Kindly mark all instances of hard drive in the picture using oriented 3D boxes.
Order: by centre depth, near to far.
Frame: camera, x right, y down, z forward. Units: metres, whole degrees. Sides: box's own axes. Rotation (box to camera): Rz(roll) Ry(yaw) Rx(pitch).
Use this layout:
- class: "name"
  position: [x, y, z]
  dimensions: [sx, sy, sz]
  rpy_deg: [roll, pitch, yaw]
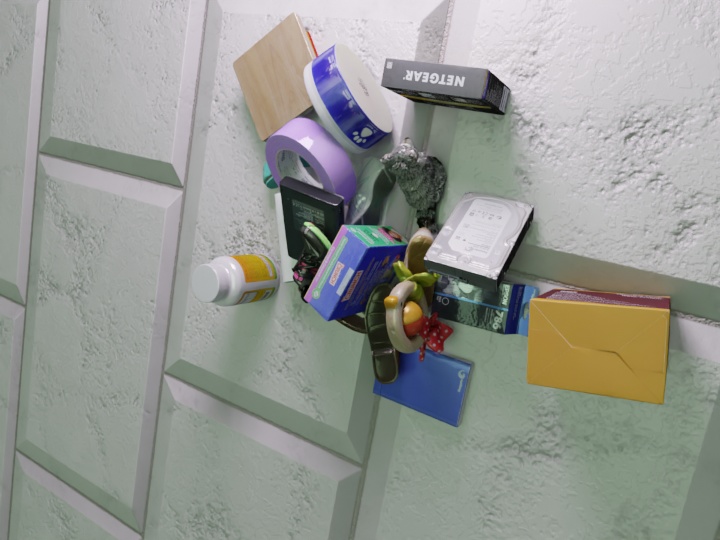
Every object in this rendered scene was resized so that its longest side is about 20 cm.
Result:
- class: "hard drive"
  position: [0.216, -0.060, 1.026]
  dimensions: [0.138, 0.201, 0.038]
  rpy_deg: [17, 143, 27]
- class: "hard drive"
  position: [-0.096, -0.084, 1.169]
  dimensions: [0.138, 0.033, 0.202]
  rpy_deg: [23, 139, 20]
- class: "hard drive"
  position: [0.126, 0.225, 1.181]
  dimensions: [0.197, 0.025, 0.135]
  rpy_deg: [16, 101, 28]
- class: "hard drive"
  position: [-0.122, -0.083, 1.279]
  dimensions: [0.130, 0.027, 0.204]
  rpy_deg: [-9, 83, 20]

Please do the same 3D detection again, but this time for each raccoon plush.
- class: "raccoon plush"
  position: [0.113, -0.154, 1.099]
  dimensions: [0.096, 0.133, 0.203]
  rpy_deg: [-23, 82, 27]

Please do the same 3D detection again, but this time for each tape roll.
- class: "tape roll"
  position: [-0.103, -0.204, 1.161]
  dimensions: [0.199, 0.066, 0.202]
  rpy_deg: [35, 150, 23]

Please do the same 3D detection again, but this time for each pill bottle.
- class: "pill bottle"
  position: [-0.285, 0.022, 1.299]
  dimensions: [0.109, 0.199, 0.113]
  rpy_deg: [2, 94, 28]

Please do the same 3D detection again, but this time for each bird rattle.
- class: "bird rattle"
  position: [0.093, 0.086, 1.068]
  dimensions: [0.111, 0.162, 0.204]
  rpy_deg: [8, 114, 33]

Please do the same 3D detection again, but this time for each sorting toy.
- class: "sorting toy"
  position: [-0.167, -0.423, 1.277]
  dimensions: [0.197, 0.069, 0.203]
  rpy_deg: [-26, 81, 28]

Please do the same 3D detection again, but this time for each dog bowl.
- class: "dog bowl"
  position: [-0.021, -0.339, 1.126]
  dimensions: [0.078, 0.199, 0.203]
  rpy_deg: [-28, 80, 25]

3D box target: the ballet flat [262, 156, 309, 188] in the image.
- class: "ballet flat"
  position: [-0.147, -0.259, 1.282]
  dimensions: [0.198, 0.067, 0.072]
  rpy_deg: [-25, 67, 26]

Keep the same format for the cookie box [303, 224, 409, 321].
- class: "cookie box"
  position: [0.000, 0.000, 1.137]
  dimensions: [0.075, 0.199, 0.173]
  rpy_deg: [38, 110, 21]

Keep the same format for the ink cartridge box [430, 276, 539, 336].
- class: "ink cartridge box"
  position: [0.236, 0.060, 1.101]
  dimensions: [0.197, 0.039, 0.102]
  rpy_deg: [12, 98, 28]

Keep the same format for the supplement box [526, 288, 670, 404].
- class: "supplement box"
  position: [0.391, 0.110, 0.924]
  dimensions: [0.194, 0.199, 0.136]
  rpy_deg: [4, 95, 29]

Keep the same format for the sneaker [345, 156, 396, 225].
- class: "sneaker"
  position: [0.007, -0.144, 1.208]
  dimensions: [0.080, 0.070, 0.203]
  rpy_deg: [43, 114, 41]

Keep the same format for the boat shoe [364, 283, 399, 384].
- class: "boat shoe"
  position: [0.046, 0.125, 1.162]
  dimensions: [0.070, 0.068, 0.204]
  rpy_deg: [2, 95, 7]

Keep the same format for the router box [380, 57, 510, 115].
- class: "router box"
  position: [0.158, -0.338, 1.049]
  dimensions: [0.197, 0.157, 0.053]
  rpy_deg: [17, 102, 26]

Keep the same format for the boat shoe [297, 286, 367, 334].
- class: "boat shoe"
  position: [-0.055, 0.079, 1.246]
  dimensions: [0.199, 0.072, 0.073]
  rpy_deg: [35, 109, 23]

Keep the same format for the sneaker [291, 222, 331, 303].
- class: "sneaker"
  position: [-0.096, -0.006, 1.142]
  dimensions: [0.077, 0.083, 0.202]
  rpy_deg: [41, 148, 38]

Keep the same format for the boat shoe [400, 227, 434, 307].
- class: "boat shoe"
  position: [0.117, 0.008, 1.145]
  dimensions: [0.072, 0.070, 0.203]
  rpy_deg: [13, 123, 4]
